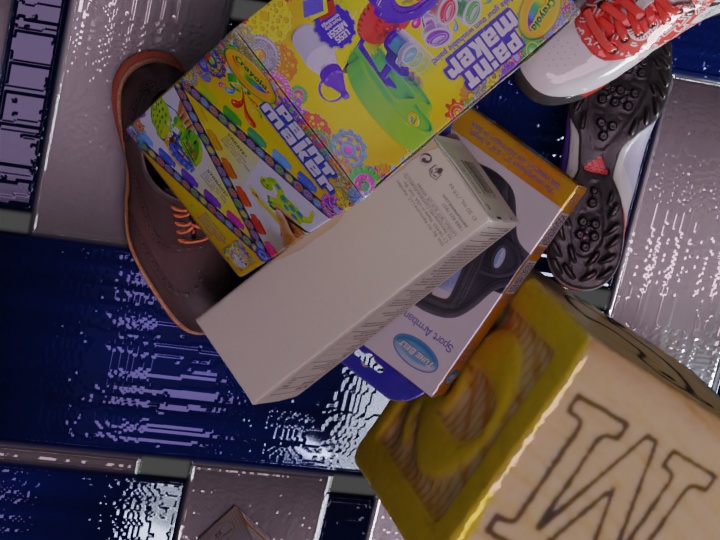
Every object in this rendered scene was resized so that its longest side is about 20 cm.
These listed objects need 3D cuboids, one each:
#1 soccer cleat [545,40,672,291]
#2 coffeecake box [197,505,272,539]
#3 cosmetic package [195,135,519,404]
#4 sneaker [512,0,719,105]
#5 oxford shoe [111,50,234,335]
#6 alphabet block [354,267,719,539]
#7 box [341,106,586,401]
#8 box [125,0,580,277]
[{"bbox_3d":[0.170,-0.085,1.445,0.068,0.073,0.202,13,89,-1],"label":"soccer cleat"},{"bbox_3d":[-0.099,0.278,1.418,0.153,0.200,0.073,-43,116,2],"label":"coffeecake box"},{"bbox_3d":[0.000,0.000,1.352,0.200,0.103,0.073,-37,81,11],"label":"cosmetic package"},{"bbox_3d":[0.195,-0.186,1.366,0.200,0.108,0.068,-27,80,-16],"label":"sneaker"},{"bbox_3d":[-0.122,-0.041,1.362,0.071,0.073,0.201,-18,114,-10],"label":"oxford shoe"},{"bbox_3d":[0.145,0.137,1.443,0.199,0.195,0.197,31,97,-25],"label":"alphabet block"},{"bbox_3d":[0.050,-0.009,1.410,0.119,0.041,0.201,36,97,13],"label":"box"},{"bbox_3d":[-0.007,-0.120,1.250,0.200,0.192,0.122,-41,96,-29],"label":"box"}]
